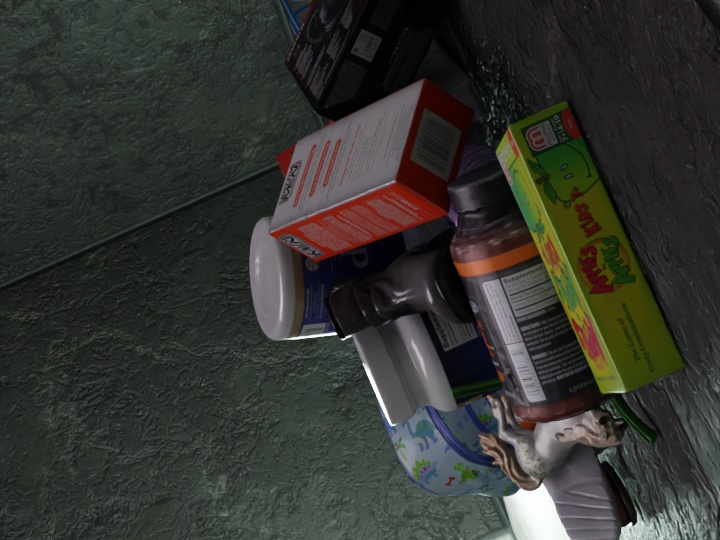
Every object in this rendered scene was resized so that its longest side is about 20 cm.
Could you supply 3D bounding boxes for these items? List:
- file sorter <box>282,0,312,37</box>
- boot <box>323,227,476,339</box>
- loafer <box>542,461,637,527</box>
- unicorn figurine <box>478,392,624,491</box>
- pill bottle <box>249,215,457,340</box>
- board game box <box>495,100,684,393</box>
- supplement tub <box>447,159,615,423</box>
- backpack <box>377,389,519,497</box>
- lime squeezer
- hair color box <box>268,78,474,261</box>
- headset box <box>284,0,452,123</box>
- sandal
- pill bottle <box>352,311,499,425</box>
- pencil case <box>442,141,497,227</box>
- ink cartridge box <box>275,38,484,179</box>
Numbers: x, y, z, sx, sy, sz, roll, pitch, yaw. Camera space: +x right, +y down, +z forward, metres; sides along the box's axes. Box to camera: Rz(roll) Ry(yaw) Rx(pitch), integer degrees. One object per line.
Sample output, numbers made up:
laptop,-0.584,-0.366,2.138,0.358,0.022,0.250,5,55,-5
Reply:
file sorter,-0.038,-0.343,1.564,0.139,0.122,0.201,-115,2,-47
boot,0.032,0.027,1.247,0.200,0.130,0.070,-59,-54,-82
loafer,0.240,0.238,1.531,0.200,0.062,0.073,-130,17,-83
unicorn figurine,0.190,0.141,1.396,0.138,0.073,0.201,59,149,31
pill bottle,0.000,0.000,1.415,0.120,0.198,0.121,175,90,-70
board game box,0.162,-0.013,1.045,0.102,0.047,0.202,94,153,-85
supplement tub,0.138,0.012,1.157,0.107,0.106,0.202,-126,14,-81
backpack,0.129,0.159,1.667,0.199,0.147,0.184,4,-130,-44
lime squeezer,0.179,0.106,1.261,0.198,0.071,0.038,11,152,35
hair color box,0.006,-0.082,1.245,0.061,0.103,0.199,29,155,-27
headset box,0.001,-0.227,1.358,0.077,0.150,0.200,22,-165,-19
sandal,0.217,0.196,1.457,0.059,0.079,0.208,28,-143,-47
pill bottle,0.099,0.061,1.346,0.116,0.198,0.117,156,90,-88
pencil case,0.107,-0.069,1.310,0.200,0.084,0.085,-132,50,-77
ink cartridge box,0.008,-0.148,1.413,0.057,0.198,0.163,64,179,-31
